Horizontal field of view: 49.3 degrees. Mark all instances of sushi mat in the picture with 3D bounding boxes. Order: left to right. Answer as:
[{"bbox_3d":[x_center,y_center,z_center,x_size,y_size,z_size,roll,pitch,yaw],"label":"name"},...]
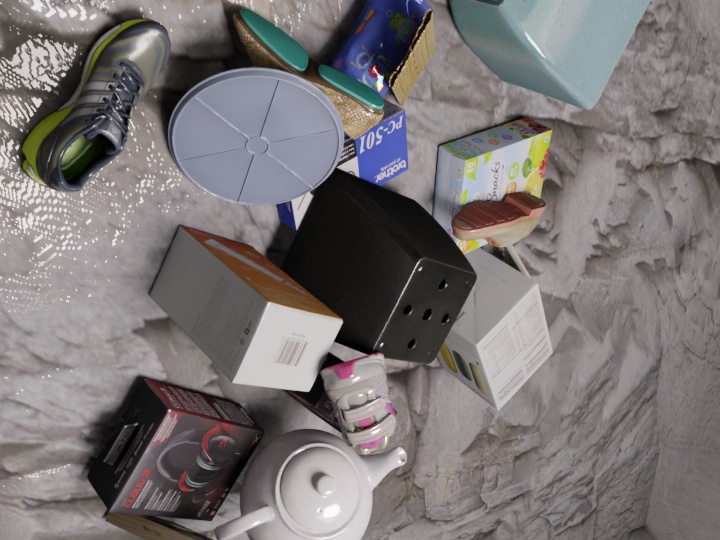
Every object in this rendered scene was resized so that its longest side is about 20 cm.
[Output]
[{"bbox_3d":[0.067,-0.259,0.976,0.097,0.012,0.200,-59,177,8],"label":"sushi mat"}]

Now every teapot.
[{"bbox_3d":[-0.067,0.298,1.038,0.203,0.195,0.146,-66,-174,-27],"label":"teapot"}]

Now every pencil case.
[{"bbox_3d":[0.006,-0.260,0.962,0.086,0.078,0.202,33,90,-38],"label":"pencil case"}]

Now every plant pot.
[{"bbox_3d":[0.029,0.014,1.024,0.198,0.177,0.203,15,108,-48],"label":"plant pot"},{"bbox_3d":[0.233,-0.364,1.043,0.198,0.196,0.199,20,101,-39],"label":"plant pot"}]

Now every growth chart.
[{"bbox_3d":[0.286,0.030,1.387,0.017,0.146,0.201,-25,140,-1],"label":"growth chart"}]

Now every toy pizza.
[{"bbox_3d":[-0.116,-0.151,0.885,0.195,0.032,0.202,-4,142,-3],"label":"toy pizza"}]

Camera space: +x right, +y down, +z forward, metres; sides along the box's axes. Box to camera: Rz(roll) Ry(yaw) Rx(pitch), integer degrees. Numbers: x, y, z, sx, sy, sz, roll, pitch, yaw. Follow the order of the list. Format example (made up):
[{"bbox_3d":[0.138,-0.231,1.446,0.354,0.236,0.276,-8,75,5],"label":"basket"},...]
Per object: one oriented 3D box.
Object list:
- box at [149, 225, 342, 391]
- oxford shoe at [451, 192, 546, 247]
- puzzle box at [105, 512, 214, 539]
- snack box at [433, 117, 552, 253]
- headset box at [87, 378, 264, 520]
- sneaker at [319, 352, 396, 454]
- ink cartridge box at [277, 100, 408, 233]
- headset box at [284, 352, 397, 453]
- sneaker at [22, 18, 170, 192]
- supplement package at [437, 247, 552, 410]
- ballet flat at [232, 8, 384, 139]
[{"bbox_3d":[-0.137,0.044,0.920,0.123,0.199,0.099,17,104,-49],"label":"box"},{"bbox_3d":[0.210,-0.063,1.197,0.197,0.071,0.075,-14,128,-37],"label":"oxford shoe"},{"bbox_3d":[-0.228,0.362,1.043,0.133,0.197,0.026,44,61,-49],"label":"puzzle box"},{"bbox_3d":[0.208,-0.134,1.251,0.197,0.067,0.172,-22,130,-31],"label":"snack box"},{"bbox_3d":[-0.245,0.237,1.024,0.199,0.075,0.150,29,94,-50],"label":"headset box"},{"bbox_3d":[0.007,0.165,0.950,0.080,0.090,0.201,-17,151,5],"label":"sneaker"},{"bbox_3d":[-0.023,-0.139,1.035,0.198,0.044,0.095,-33,136,-26],"label":"ink cartridge box"},{"bbox_3d":[-0.055,0.162,1.115,0.076,0.147,0.200,-54,139,-12],"label":"headset box"},{"bbox_3d":[-0.247,-0.156,0.773,0.202,0.081,0.074,-56,140,-1],"label":"sneaker"},{"bbox_3d":[0.214,0.098,1.342,0.150,0.151,0.201,-42,138,-15],"label":"supplement package"},{"bbox_3d":[-0.067,-0.212,0.882,0.198,0.071,0.066,33,123,-10],"label":"ballet flat"}]
